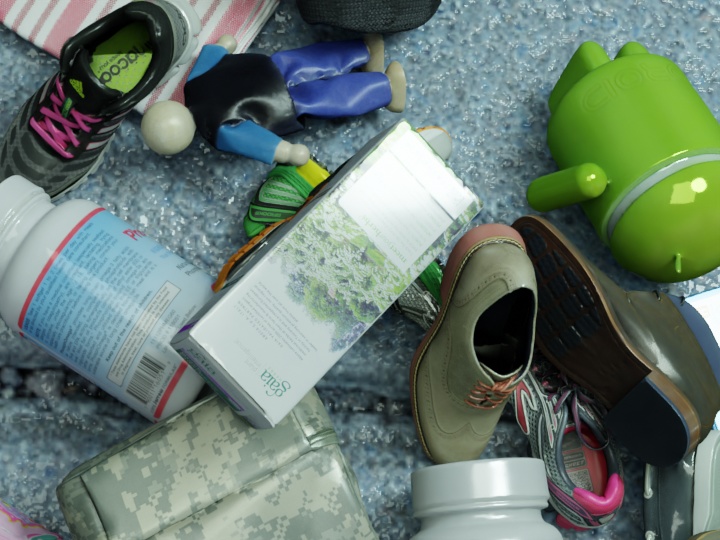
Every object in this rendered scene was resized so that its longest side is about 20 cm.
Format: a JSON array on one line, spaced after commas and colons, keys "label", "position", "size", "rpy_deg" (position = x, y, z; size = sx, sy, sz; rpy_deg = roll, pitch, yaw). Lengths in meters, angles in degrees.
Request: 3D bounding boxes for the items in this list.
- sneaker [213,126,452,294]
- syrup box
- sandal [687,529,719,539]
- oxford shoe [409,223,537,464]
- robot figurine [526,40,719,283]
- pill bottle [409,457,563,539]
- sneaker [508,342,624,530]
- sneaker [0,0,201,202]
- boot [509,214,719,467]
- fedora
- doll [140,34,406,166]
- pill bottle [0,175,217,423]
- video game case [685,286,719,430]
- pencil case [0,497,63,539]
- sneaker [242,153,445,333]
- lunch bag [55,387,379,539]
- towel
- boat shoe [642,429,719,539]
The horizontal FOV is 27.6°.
[{"label": "sneaker", "position": [-0.004, -0.019, 1.025], "size": [0.200, 0.076, 0.092], "rpy_deg": [-40, 101, -12]}, {"label": "syrup box", "position": [-0.022, 0.003, 0.933], "size": [0.079, 0.081, 0.200], "rpy_deg": [46, 75, -7]}, {"label": "sandal", "position": [0.269, 0.217, 1.008], "size": [0.199, 0.054, 0.081], "rpy_deg": [-8, 99, -44]}, {"label": "oxford shoe", "position": [0.079, 0.070, 1.017], "size": [0.070, 0.201, 0.075], "rpy_deg": [-3, 34, -14]}, {"label": "robot figurine", "position": [0.213, -0.077, 1.078], "size": [0.175, 0.116, 0.200], "rpy_deg": [-4, 53, -32]}, {"label": "pill bottle", "position": [0.088, 0.235, 1.009], "size": [0.113, 0.114, 0.201], "rpy_deg": [-3, 76, -5]}, {"label": "sneaker", "position": [0.146, 0.088, 1.070], "size": [0.080, 0.075, 0.201], "rpy_deg": [-20, 78, -9]}, {"label": "sneaker", "position": [-0.201, -0.127, 1.070], "size": [0.200, 0.087, 0.074], "rpy_deg": [-44, 88, 7]}, {"label": "boot", "position": [0.185, 0.039, 1.042], "size": [0.097, 0.075, 0.200], "rpy_deg": [-22, 75, -46]}, {"label": "fedora", "position": [0.009, -0.232, 1.111], "size": [0.200, 0.201, 0.092], "rpy_deg": [-4, 111, -6]}, {"label": "doll", "position": [-0.066, -0.126, 1.090], "size": [0.199, 0.049, 0.137], "rpy_deg": [-15, 57, -20]}, {"label": "pill bottle", "position": [-0.183, 0.019, 1.042], "size": [0.200, 0.109, 0.109], "rpy_deg": [33, 76, 3]}, {"label": "video game case", "position": [0.348, 0.065, 1.121], "size": [0.199, 0.018, 0.144], "rpy_deg": [-16, 79, -8]}, {"label": "pencil case", "position": [-0.304, 0.164, 1.009], "size": [0.200, 0.087, 0.088], "rpy_deg": [36, 76, 4]}, {"label": "sneaker", "position": [0.000, 0.000, 1.087], "size": [0.200, 0.078, 0.085], "rpy_deg": [37, 83, 14]}, {"label": "lunch bag", "position": [-0.089, 0.183, 0.992], "size": [0.199, 0.139, 0.168], "rpy_deg": [-26, 74, -12]}, {"label": "towel", "position": [-0.180, -0.210, 1.141], "size": [0.200, 0.030, 0.147], "rpy_deg": [32, 78, 4]}, {"label": "boat shoe", "position": [0.231, 0.212, 1.056], "size": [0.060, 0.075, 0.201], "rpy_deg": [3, 84, 36]}]
